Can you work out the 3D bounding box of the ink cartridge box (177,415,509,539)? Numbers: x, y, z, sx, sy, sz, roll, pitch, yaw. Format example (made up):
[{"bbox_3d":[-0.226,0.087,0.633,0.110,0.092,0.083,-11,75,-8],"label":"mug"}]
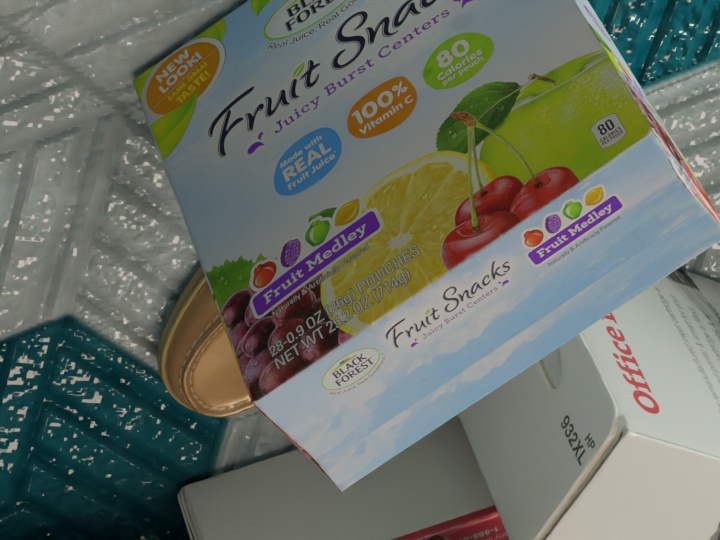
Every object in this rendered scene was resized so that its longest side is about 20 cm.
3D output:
[{"bbox_3d":[0.015,0.170,1.265,0.146,0.083,0.200,-18,130,-5],"label":"ink cartridge box"}]

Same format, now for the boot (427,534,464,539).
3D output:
[{"bbox_3d":[0.084,0.166,1.145,0.146,0.070,0.200,14,160,-7],"label":"boot"}]

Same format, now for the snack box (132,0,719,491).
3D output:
[{"bbox_3d":[0.018,-0.043,1.022,0.169,0.200,0.068,-35,130,8],"label":"snack box"}]

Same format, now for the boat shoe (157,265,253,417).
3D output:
[{"bbox_3d":[0.000,0.000,1.138,0.200,0.065,0.071,-40,129,13],"label":"boat shoe"}]

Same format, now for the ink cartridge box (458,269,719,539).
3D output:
[{"bbox_3d":[0.147,0.073,1.193,0.200,0.145,0.084,18,120,-29],"label":"ink cartridge box"}]
